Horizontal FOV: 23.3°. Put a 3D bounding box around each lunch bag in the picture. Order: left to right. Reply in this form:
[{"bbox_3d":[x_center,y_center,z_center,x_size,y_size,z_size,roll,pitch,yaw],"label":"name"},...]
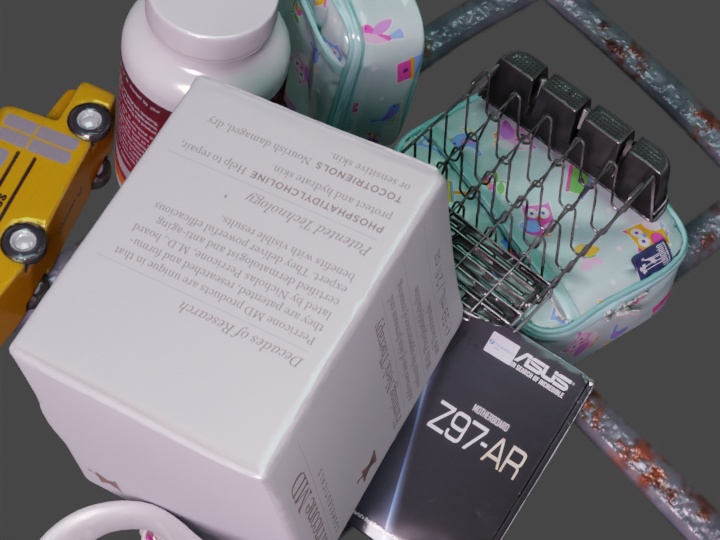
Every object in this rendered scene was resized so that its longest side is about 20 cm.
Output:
[{"bbox_3d":[-0.025,-0.198,1.255,0.076,0.161,0.201,-15,62,-19],"label":"lunch bag"},{"bbox_3d":[0.119,-0.031,1.215,0.160,0.077,0.200,-27,65,-25],"label":"lunch bag"}]

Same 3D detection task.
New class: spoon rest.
[{"bbox_3d":[-0.090,0.174,0.984,0.198,0.100,0.061,13,64,21],"label":"spoon rest"}]

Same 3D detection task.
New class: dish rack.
[{"bbox_3d":[0.096,-0.048,1.136,0.153,0.055,0.200,37,61,17],"label":"dish rack"}]

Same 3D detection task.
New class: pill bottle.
[{"bbox_3d":[-0.106,-0.123,1.169,0.112,0.201,0.114,4,57,-7],"label":"pill bottle"}]

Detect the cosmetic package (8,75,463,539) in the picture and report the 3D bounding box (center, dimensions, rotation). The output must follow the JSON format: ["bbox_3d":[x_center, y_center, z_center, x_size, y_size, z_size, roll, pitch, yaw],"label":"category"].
[{"bbox_3d":[-0.061,0.036,0.990,0.165,0.168,0.201,23,66,19],"label":"cosmetic package"}]

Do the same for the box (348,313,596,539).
[{"bbox_3d":[0.026,0.087,1.112,0.199,0.044,0.161,33,85,9],"label":"box"}]

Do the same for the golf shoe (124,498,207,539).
[{"bbox_3d":[-0.113,0.133,1.068,0.199,0.076,0.091,32,33,12],"label":"golf shoe"}]

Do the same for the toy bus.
[{"bbox_3d":[-0.231,-0.040,1.176,0.078,0.065,0.201,19,57,4],"label":"toy bus"}]
